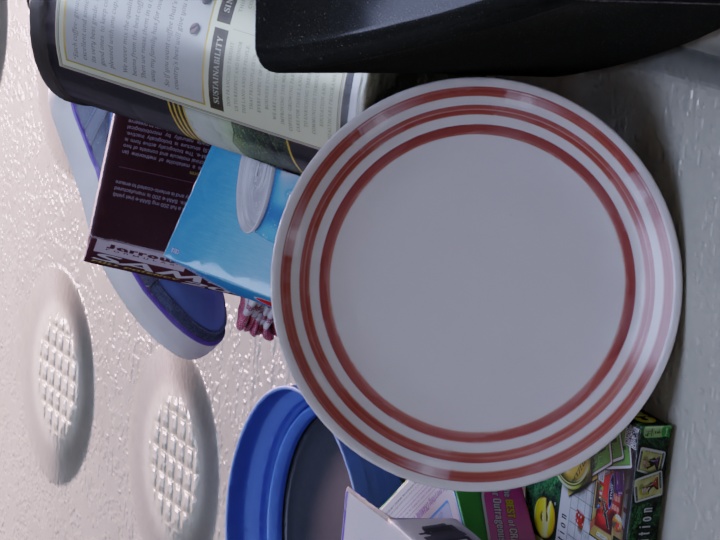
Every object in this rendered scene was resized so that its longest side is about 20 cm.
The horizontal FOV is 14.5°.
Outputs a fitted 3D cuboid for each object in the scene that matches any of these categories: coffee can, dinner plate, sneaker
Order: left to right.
[{"bbox_3d":[-0.090,-0.062,1.674,0.146,0.081,0.201,-26,86,27],"label":"sneaker"},{"bbox_3d":[-0.050,-0.131,1.467,0.200,0.146,0.147,19,113,24],"label":"coffee can"},{"bbox_3d":[0.056,0.007,1.375,0.024,0.199,0.201,-31,-58,-83],"label":"dinner plate"}]

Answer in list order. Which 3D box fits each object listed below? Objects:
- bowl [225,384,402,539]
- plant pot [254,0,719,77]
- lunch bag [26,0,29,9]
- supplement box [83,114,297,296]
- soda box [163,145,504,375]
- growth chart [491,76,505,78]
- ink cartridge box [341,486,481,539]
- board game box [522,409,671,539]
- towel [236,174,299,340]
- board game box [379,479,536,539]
[{"bbox_3d":[-0.025,0.168,1.695,0.200,0.039,0.201,5,96,64],"label":"bowl"},{"bbox_3d":[0.084,-0.188,1.301,0.177,0.200,0.200,6,97,50],"label":"plant pot"},{"bbox_3d":[-0.132,-0.202,1.800,0.200,0.139,0.168,1,114,65],"label":"lunch bag"},{"bbox_3d":[-0.084,-0.094,1.597,0.061,0.108,0.201,124,158,-72],"label":"supplement box"},{"bbox_3d":[0.000,0.000,1.470,0.200,0.064,0.068,21,84,31],"label":"soda box"},{"bbox_3d":[0.050,-0.175,1.551,0.200,0.018,0.145,-130,45,-54],"label":"growth chart"},{"bbox_3d":[0.042,0.232,1.411,0.200,0.043,0.199,35,122,57],"label":"ink cartridge box"},{"bbox_3d":[0.112,0.158,1.432,0.105,0.023,0.201,-148,60,-63],"label":"board game box"},{"bbox_3d":[-0.029,-0.067,1.654,0.200,0.030,0.147,119,160,-53],"label":"towel"},{"bbox_3d":[0.054,0.209,1.482,0.153,0.040,0.201,129,133,-54],"label":"board game box"}]
